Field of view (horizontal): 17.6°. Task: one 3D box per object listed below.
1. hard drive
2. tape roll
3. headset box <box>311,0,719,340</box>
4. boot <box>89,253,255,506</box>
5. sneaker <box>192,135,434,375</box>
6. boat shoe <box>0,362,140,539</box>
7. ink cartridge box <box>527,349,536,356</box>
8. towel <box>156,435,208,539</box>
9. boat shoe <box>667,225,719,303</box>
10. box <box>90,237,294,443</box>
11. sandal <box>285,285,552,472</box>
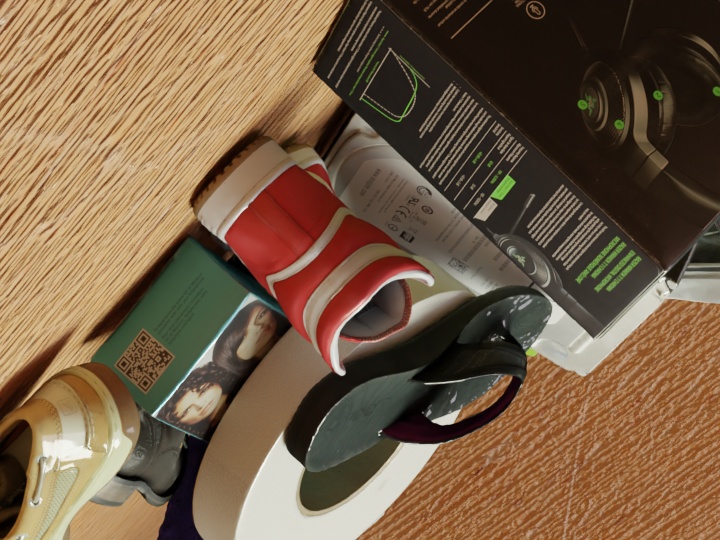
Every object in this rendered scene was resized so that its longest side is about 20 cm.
[{"bbox_3d":[0.072,-0.026,1.301,0.038,0.200,0.140,-61,-175,-30],"label":"hard drive"},{"bbox_3d":[-0.009,0.083,1.275,0.203,0.037,0.203,-40,154,-24],"label":"tape roll"},{"bbox_3d":[0.113,-0.095,1.071,0.174,0.200,0.093,-45,176,-27],"label":"headset box"},{"bbox_3d":[-0.091,0.056,1.354,0.174,0.069,0.200,-47,175,8],"label":"boot"},{"bbox_3d":[-0.019,-0.006,1.172,0.071,0.112,0.200,-46,176,4],"label":"sneaker"},{"bbox_3d":[-0.184,0.122,1.142,0.076,0.072,0.200,-20,149,-48],"label":"boat shoe"},{"bbox_3d":[0.044,0.037,1.552,0.148,0.199,0.076,120,-21,-57],"label":"ink cartridge box"},{"bbox_3d":[-0.086,0.113,1.462,0.148,0.049,0.201,133,-31,-71],"label":"towel"},{"bbox_3d":[0.176,-0.022,1.348,0.072,0.071,0.200,-16,-169,-40],"label":"boat shoe"},{"bbox_3d":[-0.062,0.052,1.245,0.082,0.049,0.200,-51,156,1],"label":"box"},{"bbox_3d":[0.042,0.067,1.237,0.200,0.048,0.076,-25,144,-43],"label":"sandal"}]
